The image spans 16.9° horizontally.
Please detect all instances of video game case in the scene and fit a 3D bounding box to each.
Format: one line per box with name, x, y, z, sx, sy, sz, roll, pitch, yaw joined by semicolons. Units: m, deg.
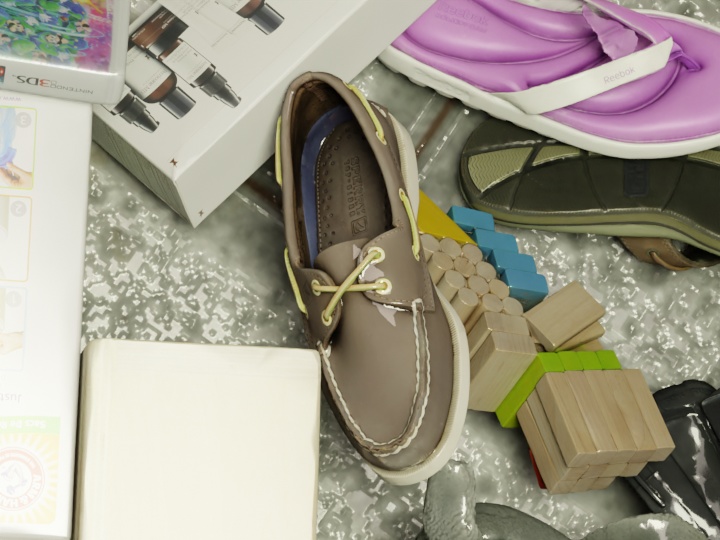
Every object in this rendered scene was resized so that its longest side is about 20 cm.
video game case;-0.193;-0.160;1.106;0.181;0.024;0.201;8;44;-10

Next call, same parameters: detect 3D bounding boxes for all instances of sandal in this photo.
sandal;0.148;-0.037;1.195;0.200;0.057;0.080;10;61;8
sandal;0.100;-0.105;1.171;0.201;0.050;0.083;10;65;5

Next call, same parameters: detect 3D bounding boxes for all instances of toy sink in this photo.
toy sink;-0.077;0.139;1.084;0.111;0.130;0.202;4;80;-11

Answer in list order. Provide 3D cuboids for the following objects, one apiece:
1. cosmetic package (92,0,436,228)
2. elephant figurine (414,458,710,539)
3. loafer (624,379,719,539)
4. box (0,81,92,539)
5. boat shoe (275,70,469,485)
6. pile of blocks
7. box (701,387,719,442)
cosmetic package;-0.039;-0.120;1.156;0.082;0.051;0.200;39;75;23
elephant figurine;0.115;0.178;1.110;0.199;0.155;0.143;9;78;-2
loafer;0.181;0.151;1.169;0.070;0.068;0.201;-27;92;7
box;-0.180;0.025;1.089;0.101;0.112;0.202;4;80;-13
boat shoe;0.000;0.000;1.086;0.071;0.060;0.201;-22;55;20
pile of blocks;0.062;0.032;1.162;0.082;0.062;0.200;-26;68;-44
box;0.268;0.114;1.113;0.106;0.122;0.201;-27;89;-38
